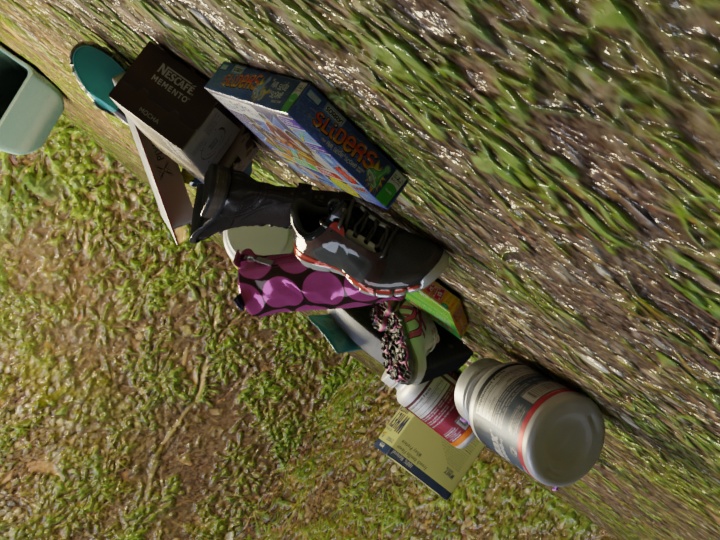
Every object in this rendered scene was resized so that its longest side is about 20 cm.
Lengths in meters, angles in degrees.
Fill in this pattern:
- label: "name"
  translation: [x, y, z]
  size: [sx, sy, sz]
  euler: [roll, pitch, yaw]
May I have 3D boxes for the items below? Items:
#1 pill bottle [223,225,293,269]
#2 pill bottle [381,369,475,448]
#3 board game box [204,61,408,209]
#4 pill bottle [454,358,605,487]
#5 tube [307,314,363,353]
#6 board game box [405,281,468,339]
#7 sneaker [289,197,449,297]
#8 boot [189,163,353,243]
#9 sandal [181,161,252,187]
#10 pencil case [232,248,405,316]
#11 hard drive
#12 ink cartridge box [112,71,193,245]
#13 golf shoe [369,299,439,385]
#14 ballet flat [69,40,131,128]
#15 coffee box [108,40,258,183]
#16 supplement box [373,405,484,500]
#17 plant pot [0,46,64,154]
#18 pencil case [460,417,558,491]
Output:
- label: "pill bottle"
  translation: [-0.157, -0.050, 2.045]
  size: [0.114, 0.115, 0.200]
  euler: [36, 174, 2]
- label: "pill bottle"
  translation: [0.141, 0.230, 2.439]
  size: [0.199, 0.113, 0.113]
  euler: [38, 174, -4]
- label: "board game box"
  translation: [-0.054, -0.127, 1.205]
  size: [0.135, 0.035, 0.199]
  euler: [42, 173, -31]
- label: "pill bottle"
  translation: [0.207, 0.184, 1.665]
  size: [0.119, 0.120, 0.200]
  euler: [40, 174, -30]
- label: "tube"
  translation: [0.012, 0.088, 1.947]
  size: [0.198, 0.051, 0.077]
  euler: [-4, -141, -46]
- label: "board game box"
  translation: [0.091, 0.038, 1.676]
  size: [0.095, 0.030, 0.200]
  euler: [36, 172, 14]
- label: "sneaker"
  translation: [-0.001, -0.032, 1.381]
  size: [0.198, 0.077, 0.082]
  euler: [11, 141, 33]
- label: "boot"
  translation: [-0.104, -0.062, 1.514]
  size: [0.172, 0.070, 0.200]
  euler: [10, 166, -14]
- label: "sandal"
  translation: [-0.194, -0.142, 1.760]
  size: [0.086, 0.081, 0.200]
  euler: [18, -176, -11]
- label: "pencil case"
  translation: [-0.047, 0.003, 1.534]
  size: [0.091, 0.197, 0.094]
  euler: [-83, -19, -48]
- label: "hard drive"
  translation: [0.051, 0.088, 1.885]
  size: [0.199, 0.043, 0.134]
  euler: [38, -148, 28]
- label: "ink cartridge box"
  translation: [-0.259, -0.149, 1.674]
  size: [0.174, 0.043, 0.202]
  euler: [-138, 29, -68]
- label: "golf shoe"
  translation: [0.072, 0.086, 1.779]
  size: [0.091, 0.073, 0.201]
  euler: [12, -150, -16]
- label: "ballet flat"
  translation: [-0.311, -0.234, 1.767]
  size: [0.200, 0.076, 0.064]
  euler: [43, -169, -20]
- label: "coffee box"
  translation: [-0.200, -0.171, 1.517]
  size: [0.113, 0.080, 0.200]
  euler: [36, 175, 12]
- label: "supplement box"
  translation: [0.177, 0.411, 3.192]
  size: [0.199, 0.201, 0.134]
  euler: [38, 174, -12]
- label: "plant pot"
  translation: [-0.779, -0.371, 2.924]
  size: [0.195, 0.197, 0.200]
  euler: [34, -178, 27]
- label: "pencil case"
  translation: [0.266, 0.270, 2.145]
  size: [0.199, 0.086, 0.084]
  euler: [37, 176, 9]
